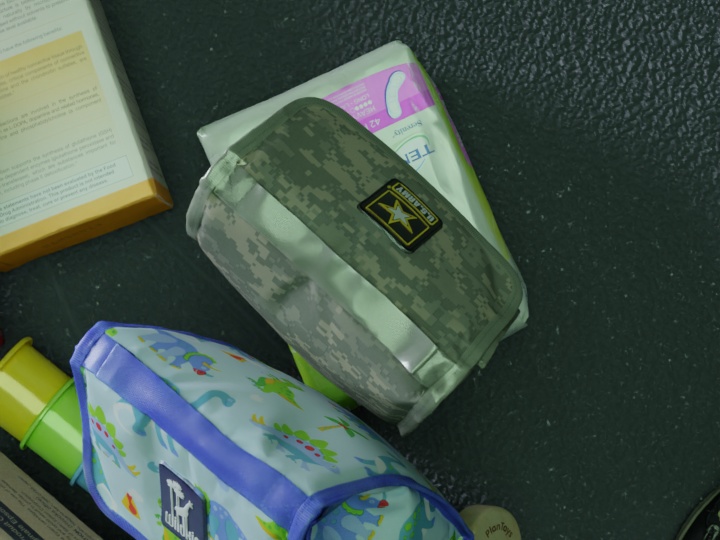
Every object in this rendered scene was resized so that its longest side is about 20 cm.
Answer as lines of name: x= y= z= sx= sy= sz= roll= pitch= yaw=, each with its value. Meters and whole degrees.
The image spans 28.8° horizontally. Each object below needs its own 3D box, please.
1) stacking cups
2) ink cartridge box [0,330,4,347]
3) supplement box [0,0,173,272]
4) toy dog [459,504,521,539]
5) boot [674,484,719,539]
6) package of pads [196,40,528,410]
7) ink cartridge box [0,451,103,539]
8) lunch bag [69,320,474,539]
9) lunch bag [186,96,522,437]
stacking cups: x=-0.151 y=0.123 z=0.893 sx=0.199 sy=0.061 sz=0.061 roll=36 pitch=88 yaw=-1
ink cartridge box: x=-0.323 y=-0.022 z=0.866 sx=0.143 sy=0.084 sz=0.202 roll=-19 pitch=96 yaw=-10
supplement box: x=-0.214 y=-0.115 z=0.897 sx=0.125 sy=0.074 sz=0.202 roll=-20 pitch=87 yaw=0
toy dog: x=0.044 y=0.228 z=0.852 sx=0.095 sy=0.132 sz=0.202 roll=-10 pitch=77 yaw=-38
boot: x=0.258 y=0.154 z=0.830 sx=0.073 sy=0.154 sz=0.204 roll=40 pitch=88 yaw=3
package of pads: x=0.006 y=-0.027 z=0.890 sx=0.153 sy=0.068 sz=0.202 roll=-24 pitch=87 yaw=1
ink cartridge box: x=-0.233 y=0.229 z=0.837 sx=0.164 sy=0.075 sz=0.202 roll=34 pitch=107 yaw=15
lunch bag: x=-0.052 y=0.114 z=0.745 sx=0.169 sy=0.200 sz=0.128 roll=31 pitch=77 yaw=29
lunch bag: x=0.000 y=0.000 z=0.756 sx=0.164 sy=0.200 sz=0.118 roll=43 pitch=91 yaw=4
